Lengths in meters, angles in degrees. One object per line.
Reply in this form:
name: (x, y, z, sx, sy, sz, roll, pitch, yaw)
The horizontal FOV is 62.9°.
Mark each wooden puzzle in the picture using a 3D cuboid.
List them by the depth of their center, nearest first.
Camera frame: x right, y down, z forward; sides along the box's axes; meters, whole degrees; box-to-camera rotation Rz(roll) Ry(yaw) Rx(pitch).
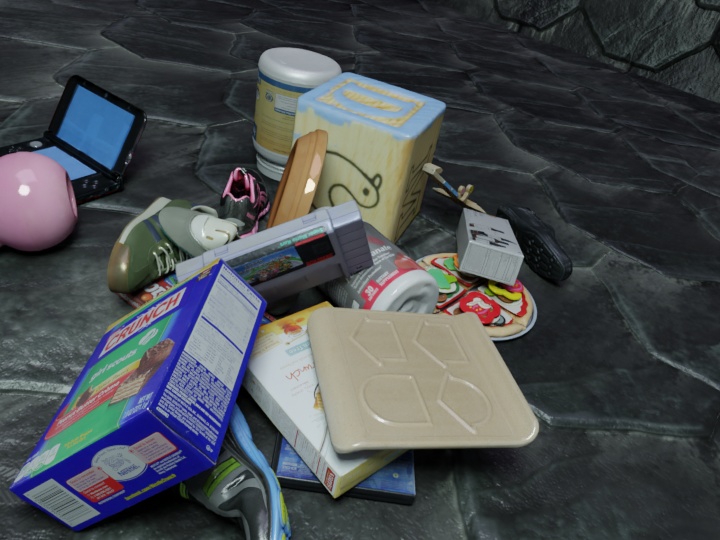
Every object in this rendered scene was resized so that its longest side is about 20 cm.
wooden puzzle: (0.053, 0.112, 0.598, 0.197, 0.047, 0.186, 1, 35, -16)

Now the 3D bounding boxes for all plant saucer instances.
plant saucer: (-0.094, -0.098, 0.800, 0.037, 0.201, 0.201, 18, 33, -14)

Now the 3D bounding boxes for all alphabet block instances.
alphabet block: (0.007, -0.178, 0.949, 0.193, 0.202, 0.197, 22, 35, 15)

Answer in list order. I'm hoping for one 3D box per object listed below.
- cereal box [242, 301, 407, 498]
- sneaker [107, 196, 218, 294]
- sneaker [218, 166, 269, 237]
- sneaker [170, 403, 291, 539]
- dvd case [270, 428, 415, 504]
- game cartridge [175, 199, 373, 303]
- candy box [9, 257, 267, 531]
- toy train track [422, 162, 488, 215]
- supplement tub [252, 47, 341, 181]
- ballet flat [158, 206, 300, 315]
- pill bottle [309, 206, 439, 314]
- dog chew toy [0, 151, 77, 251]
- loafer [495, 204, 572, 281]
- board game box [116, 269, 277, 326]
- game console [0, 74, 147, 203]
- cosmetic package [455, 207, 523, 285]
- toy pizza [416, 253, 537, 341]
cereal box: (-0.031, 0.122, 0.620, 0.143, 0.040, 0.200, -20, 46, -39)
sneaker: (-0.242, -0.037, 0.753, 0.089, 0.068, 0.201, 6, 31, 0)
sneaker: (-0.179, -0.121, 0.904, 0.078, 0.096, 0.201, 5, 34, -7)
sneaker: (-0.119, 0.190, 0.516, 0.082, 0.071, 0.200, -23, 45, -23)
dvd case: (-0.014, 0.151, 0.637, 0.141, 0.018, 0.201, 9, 36, -4)
game cartridge: (-0.086, -0.005, 0.646, 0.198, 0.130, 0.039, -20, 71, -1)
candy box: (-0.185, 0.101, 0.526, 0.077, 0.168, 0.201, 50, 23, -24)
toy train track: (0.161, -0.143, 0.998, 0.114, 0.033, 0.199, 32, 4, 34)
supplement tub: (-0.116, -0.273, 1.043, 0.143, 0.202, 0.145, 9, 34, -6)
ballet flat: (-0.156, -0.025, 0.731, 0.199, 0.064, 0.068, 40, 39, -11)
pill bottle: (0.000, 0.000, 0.773, 0.110, 0.112, 0.200, -17, 44, -36)
dog chew toy: (-0.468, -0.079, 0.736, 0.198, 0.126, 0.125, -11, 40, -18)
loafer: (0.297, -0.054, 0.979, 0.070, 0.069, 0.201, -9, 36, -14)
board game box: (-0.206, 0.043, 0.729, 0.199, 0.020, 0.103, 30, 39, 24)
game console: (-0.459, -0.206, 0.913, 0.199, 0.120, 0.172, 29, 38, 24)
cosmetic package: (0.195, -0.043, 0.908, 0.082, 0.051, 0.200, 17, 21, 1)
toy pizza: (0.162, 0.027, 0.856, 0.197, 0.032, 0.201, 8, 35, -6)
